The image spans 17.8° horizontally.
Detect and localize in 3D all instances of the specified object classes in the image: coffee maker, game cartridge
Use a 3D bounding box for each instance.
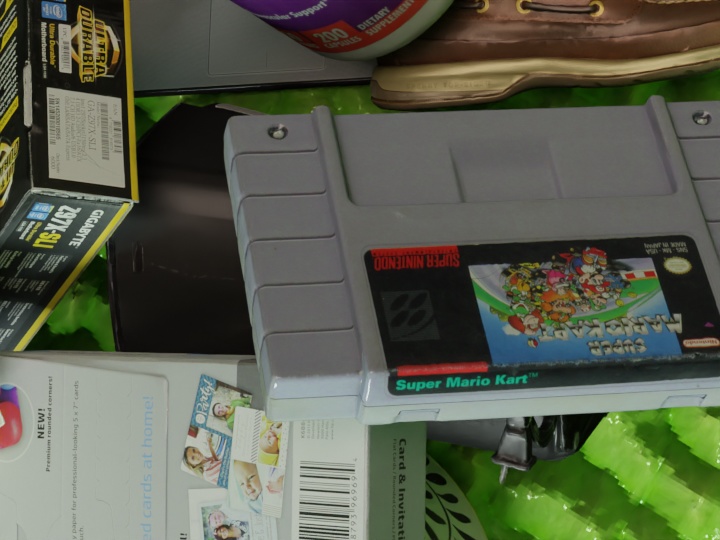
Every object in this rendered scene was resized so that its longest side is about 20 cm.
[{"bbox_3d":[0.000,0.000,0.924,0.198,0.192,0.136,5,94,18],"label":"coffee maker"},{"bbox_3d":[0.057,-0.006,0.816,0.198,0.039,0.130,-3,45,-11],"label":"game cartridge"}]

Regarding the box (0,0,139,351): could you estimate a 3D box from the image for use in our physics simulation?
[{"bbox_3d":[-0.152,-0.056,0.973,0.049,0.200,0.161,6,61,-26],"label":"box"}]

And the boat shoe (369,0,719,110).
[{"bbox_3d":[0.098,-0.112,0.977,0.198,0.072,0.068,-6,98,10],"label":"boat shoe"}]

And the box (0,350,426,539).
[{"bbox_3d":[-0.066,0.110,0.867,0.199,0.041,0.158,-1,88,36],"label":"box"}]

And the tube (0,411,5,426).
[{"bbox_3d":[-0.195,0.055,0.953,0.058,0.200,0.052,31,59,-15],"label":"tube"}]

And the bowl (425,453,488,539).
[{"bbox_3d":[-0.046,0.147,0.950,0.199,0.094,0.203,-4,76,15],"label":"bowl"}]

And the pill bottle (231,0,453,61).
[{"bbox_3d":[-0.046,-0.169,0.909,0.112,0.199,0.113,-19,59,35],"label":"pill bottle"}]

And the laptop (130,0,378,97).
[{"bbox_3d":[-0.045,-0.193,1.024,0.185,0.116,0.202,-2,76,15],"label":"laptop"}]
